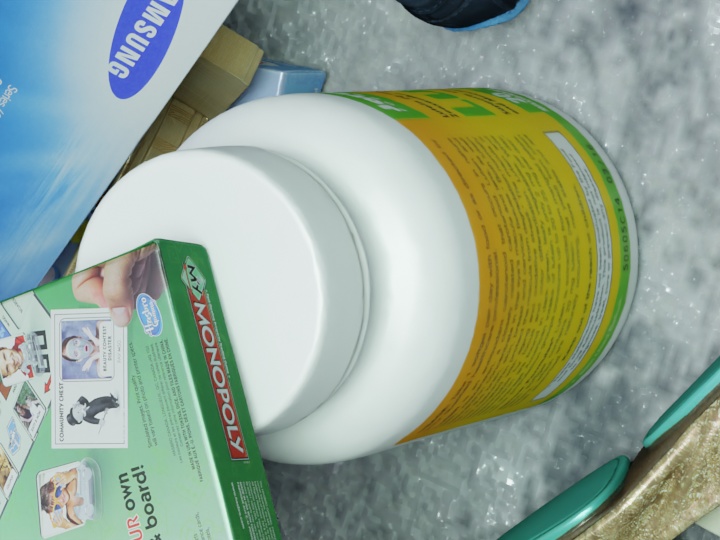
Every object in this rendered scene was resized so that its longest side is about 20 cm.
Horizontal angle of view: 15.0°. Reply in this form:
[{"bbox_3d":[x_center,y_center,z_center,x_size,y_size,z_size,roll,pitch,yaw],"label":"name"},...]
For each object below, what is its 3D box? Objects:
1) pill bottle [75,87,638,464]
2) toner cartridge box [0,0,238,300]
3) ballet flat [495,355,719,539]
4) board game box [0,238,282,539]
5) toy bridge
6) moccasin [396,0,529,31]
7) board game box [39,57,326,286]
[{"bbox_3d":[0.000,0.000,0.841,0.111,0.200,0.111,2,95,27],"label":"pill bottle"},{"bbox_3d":[-0.113,-0.065,0.876,0.095,0.043,0.200,29,131,-11],"label":"toner cartridge box"},{"bbox_3d":[0.102,0.078,0.873,0.065,0.071,0.200,48,118,1],"label":"ballet flat"},{"bbox_3d":[-0.080,0.107,0.746,0.135,0.029,0.200,-20,79,25],"label":"board game box"},{"bbox_3d":[-0.084,0.013,0.881,0.027,0.200,0.067,27,149,-14],"label":"toy bridge"},{"bbox_3d":[0.025,-0.180,0.888,0.080,0.068,0.200,-13,88,28],"label":"moccasin"},{"bbox_3d":[-0.100,0.012,0.988,0.151,0.037,0.200,14,99,26],"label":"board game box"}]
